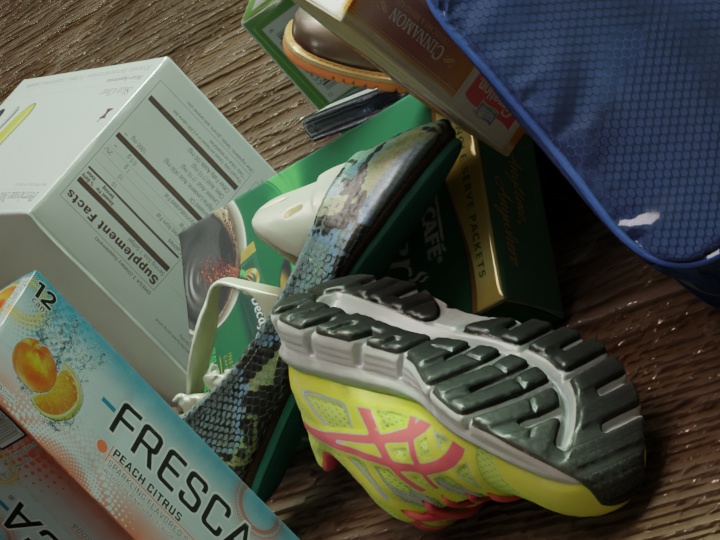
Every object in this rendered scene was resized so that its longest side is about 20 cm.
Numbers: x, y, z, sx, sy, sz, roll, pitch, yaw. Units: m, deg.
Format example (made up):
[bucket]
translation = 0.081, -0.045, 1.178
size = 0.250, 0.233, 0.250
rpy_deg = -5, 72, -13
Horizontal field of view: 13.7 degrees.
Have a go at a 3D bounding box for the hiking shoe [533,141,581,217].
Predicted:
[hiking shoe]
translation = 0.055, -0.052, 1.434
size = 0.199, 0.075, 0.087
rpy_deg = -13, 24, 42

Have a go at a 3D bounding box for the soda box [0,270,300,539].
[soda box]
translation = -0.095, 0.098, 1.200
size = 0.063, 0.200, 0.068
rpy_deg = -27, 23, 39

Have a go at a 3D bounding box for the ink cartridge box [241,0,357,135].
[ink cartridge box]
translation = 0.003, -0.163, 1.697
size = 0.059, 0.104, 0.200
rpy_deg = -33, 21, 26

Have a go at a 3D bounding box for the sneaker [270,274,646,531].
[sneaker]
translation = 0.043, 0.067, 1.199
size = 0.078, 0.091, 0.200
rpy_deg = -18, 25, -32

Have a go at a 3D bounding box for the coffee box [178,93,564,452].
[coffee box]
translation = 0.000, 0.000, 1.367
size = 0.200, 0.044, 0.123
rpy_deg = -27, 59, 38

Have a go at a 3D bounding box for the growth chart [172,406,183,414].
[growth chart]
translation = -0.132, 0.154, 1.439
size = 0.200, 0.018, 0.145
rpy_deg = -48, 20, -8

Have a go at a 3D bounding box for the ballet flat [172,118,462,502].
[ballet flat]
translation = -0.030, 0.009, 1.304
size = 0.200, 0.074, 0.074
rpy_deg = -61, 15, 14

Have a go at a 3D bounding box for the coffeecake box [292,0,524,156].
[coffeecake box]
translation = 0.061, -0.170, 1.246
size = 0.073, 0.153, 0.200
rpy_deg = 35, 90, 35

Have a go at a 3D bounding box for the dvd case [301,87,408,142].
[dvd case]
translation = 0.082, -0.125, 1.493
size = 0.200, 0.016, 0.149
rpy_deg = -32, 9, -31

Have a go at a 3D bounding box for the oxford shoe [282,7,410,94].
[oxford shoe]
translation = 0.062, -0.131, 1.361
size = 0.199, 0.073, 0.071
rpy_deg = -8, 38, -4

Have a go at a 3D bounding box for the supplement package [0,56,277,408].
[supplement package]
translation = -0.124, -0.014, 1.560
size = 0.111, 0.156, 0.200
rpy_deg = -51, 21, -19

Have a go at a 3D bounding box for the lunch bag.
[lunch bag]
translation = 0.132, -0.081, 1.150
size = 0.136, 0.200, 0.132
rpy_deg = -40, -16, 8
